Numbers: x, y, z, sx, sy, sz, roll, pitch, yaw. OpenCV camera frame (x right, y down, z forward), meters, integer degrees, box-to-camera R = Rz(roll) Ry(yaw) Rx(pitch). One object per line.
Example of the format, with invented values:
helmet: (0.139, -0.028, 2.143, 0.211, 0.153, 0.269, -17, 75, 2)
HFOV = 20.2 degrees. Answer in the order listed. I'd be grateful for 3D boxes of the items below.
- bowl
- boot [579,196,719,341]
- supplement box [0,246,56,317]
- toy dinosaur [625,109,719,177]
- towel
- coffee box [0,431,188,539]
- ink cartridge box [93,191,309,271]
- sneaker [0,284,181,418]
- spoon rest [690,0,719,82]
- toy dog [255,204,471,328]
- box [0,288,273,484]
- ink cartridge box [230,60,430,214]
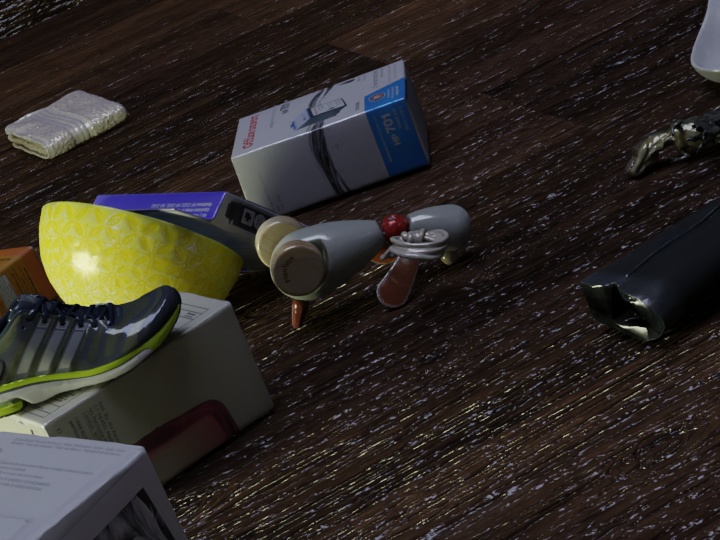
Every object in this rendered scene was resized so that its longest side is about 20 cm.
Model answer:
bowl: (-0.221, 0.016, 1.937, 0.200, 0.200, 0.108, 3, 75, 48)
boot: (0.292, -0.015, 1.583, 0.200, 0.066, 0.165, -29, 13, -26)
supplement box: (-0.418, 0.051, 2.138, 0.066, 0.069, 0.200, -5, 29, 43)
toy dinosaur: (0.337, -0.129, 1.857, 0.200, 0.048, 0.088, -16, 15, 7)
towel: (-0.412, -0.205, 2.811, 0.132, 0.035, 0.200, -31, 22, -20)
coffee box: (-0.227, 0.241, 1.289, 0.200, 0.198, 0.200, 1, 32, 44)
ink cartridge box: (-0.168, -0.044, 1.979, 0.198, 0.200, 0.043, 0, 74, 44)
sneaker: (-0.240, 0.052, 1.624, 0.200, 0.081, 0.074, -22, 22, -2)
spoon rest: (0.380, -0.242, 2.066, 0.099, 0.061, 0.200, -18, 20, 10)
toy dog: (0.000, 0.000, 1.849, 0.200, 0.096, 0.132, -1, 23, 12)
box: (-0.196, 0.114, 1.698, 0.200, 0.109, 0.128, -33, 24, -28)
ink cartridge box: (-0.031, -0.140, 2.195, 0.200, 0.086, 0.146, -18, 21, 7)
